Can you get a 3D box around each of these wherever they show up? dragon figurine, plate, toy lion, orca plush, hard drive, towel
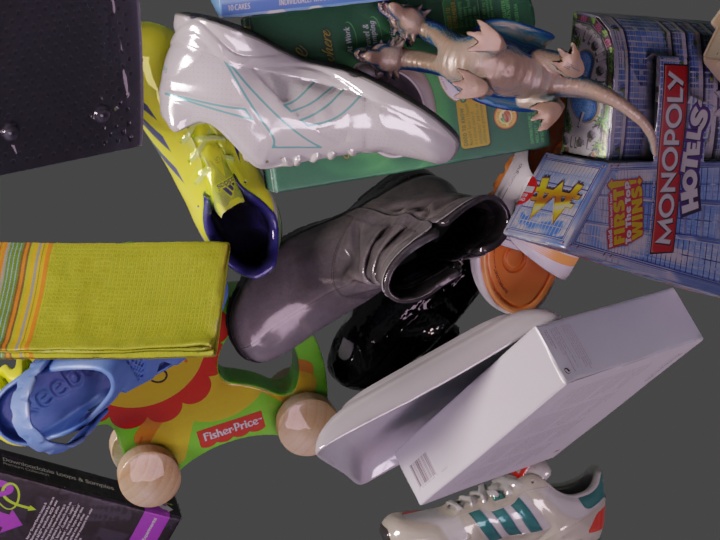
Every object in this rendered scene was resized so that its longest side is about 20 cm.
[{"bbox_3d":[0.098,-0.130,1.108,0.199,0.099,0.059,12,103,-13],"label":"dragon figurine"},{"bbox_3d":[0.063,0.091,1.288,0.199,0.032,0.200,-30,163,2],"label":"plate"},{"bbox_3d":[-0.130,0.064,1.252,0.199,0.069,0.193,-17,116,-8],"label":"toy lion"},{"bbox_3d":[0.063,0.031,1.279,0.199,0.071,0.105,-29,125,1],"label":"orca plush"},{"bbox_3d":[-0.202,-0.166,1.049,0.134,0.042,0.201,-16,111,-36],"label":"hard drive"},{"bbox_3d":[-0.189,0.018,1.146,0.199,0.087,0.018,0,154,10],"label":"towel"}]

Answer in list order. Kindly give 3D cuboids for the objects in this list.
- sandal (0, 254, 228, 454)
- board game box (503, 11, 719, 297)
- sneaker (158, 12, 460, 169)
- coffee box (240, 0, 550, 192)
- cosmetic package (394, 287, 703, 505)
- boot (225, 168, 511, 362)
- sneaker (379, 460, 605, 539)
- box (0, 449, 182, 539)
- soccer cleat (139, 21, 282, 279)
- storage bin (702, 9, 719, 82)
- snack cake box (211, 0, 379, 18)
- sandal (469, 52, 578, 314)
[{"bbox_3d":[-0.171,0.062,1.170,0.200,0.087,0.080,-41,108,1],"label":"sandal"},{"bbox_3d":[0.193,-0.075,1.185,0.199,0.062,0.201,-5,102,-41],"label":"board game box"},{"bbox_3d":[-0.035,-0.099,1.101,0.199,0.070,0.081,19,97,-6],"label":"sneaker"},{"bbox_3d":[0.024,-0.128,1.164,0.199,0.044,0.124,-12,100,-12],"label":"coffee box"},{"bbox_3d":[0.137,0.094,1.273,0.150,0.052,0.200,-10,155,-39],"label":"cosmetic package"},{"bbox_3d":[0.000,0.000,1.183,0.200,0.132,0.070,-41,112,-6],"label":"boot"},{"bbox_3d":[0.112,0.192,1.406,0.199,0.070,0.094,5,101,-18],"label":"sneaker"},{"bbox_3d":[-0.257,0.212,1.312,0.199,0.036,0.143,20,112,-28],"label":"box"},{"bbox_3d":[-0.104,-0.079,1.151,0.064,0.084,0.201,-27,125,0],"label":"soccer cleat"},{"bbox_3d":[0.367,-0.162,1.208,0.200,0.094,0.199,43,80,-34],"label":"storage bin"},{"bbox_3d":[-0.003,-0.237,1.098,0.199,0.067,0.116,-8,123,-13],"label":"snack cake box"},{"bbox_3d":[0.143,-0.063,1.226,0.079,0.059,0.208,17,98,-27],"label":"sandal"}]
